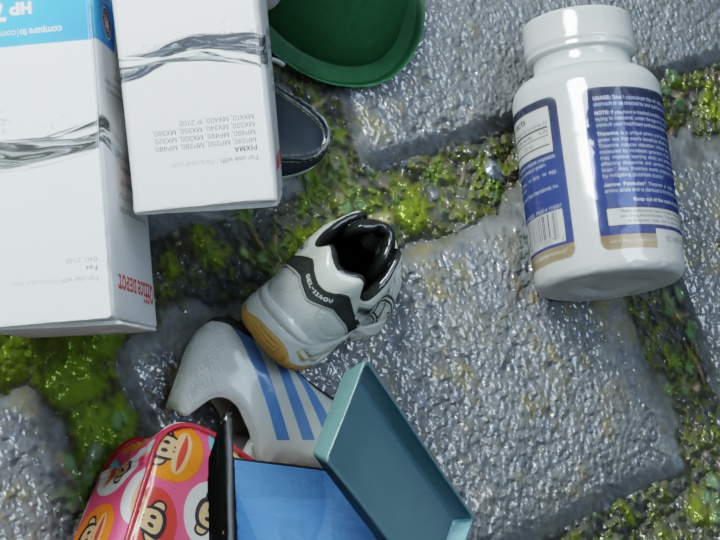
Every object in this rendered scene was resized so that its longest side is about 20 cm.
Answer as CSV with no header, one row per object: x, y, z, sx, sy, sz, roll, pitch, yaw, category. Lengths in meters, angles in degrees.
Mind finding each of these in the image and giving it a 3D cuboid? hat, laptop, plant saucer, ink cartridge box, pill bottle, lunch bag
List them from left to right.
-0.174,-0.064,1.169,0.085,0.146,0.201,-4,86,3,ink cartridge box
-0.095,-0.136,1.164,0.084,0.145,0.201,-5,96,0,ink cartridge box
-0.095,0.209,1.209,0.176,0.082,0.201,36,57,-24,lunch bag
-0.028,0.192,1.151,0.115,0.200,0.188,0,74,-7,laptop
0.013,-0.234,1.364,0.199,0.176,0.166,15,66,-32,hat
0.021,0.135,1.248,0.200,0.019,0.070,58,46,-49,plant saucer
0.170,-0.085,1.481,0.111,0.111,0.201,3,75,-36,pill bottle

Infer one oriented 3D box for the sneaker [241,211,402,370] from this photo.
0.000,0.000,1.303,0.076,0.088,0.200,45,24,0,sneaker

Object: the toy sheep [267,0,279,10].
-0.105,-0.217,1.293,0.199,0.138,0.139,-7,78,0,toy sheep

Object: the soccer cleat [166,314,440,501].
-0.039,0.110,1.301,0.200,0.070,0.087,38,71,-19,soccer cleat

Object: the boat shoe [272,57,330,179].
-0.097,-0.111,1.318,0.199,0.062,0.075,21,66,-30,boat shoe
